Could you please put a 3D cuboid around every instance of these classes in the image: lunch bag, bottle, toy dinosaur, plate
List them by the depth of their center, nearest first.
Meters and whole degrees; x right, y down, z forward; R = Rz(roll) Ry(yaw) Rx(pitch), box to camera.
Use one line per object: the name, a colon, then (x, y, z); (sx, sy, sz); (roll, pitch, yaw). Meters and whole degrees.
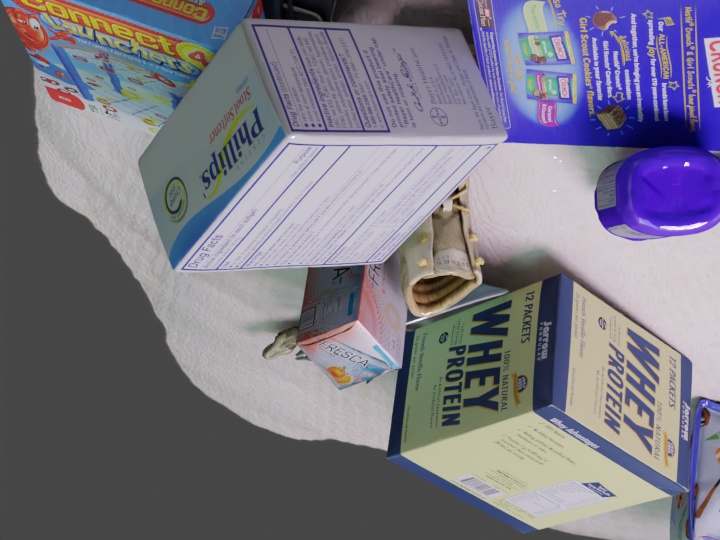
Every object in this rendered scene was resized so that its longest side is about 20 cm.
bottle: (0.224, -0.057, 1.279); (0.083, 0.065, 0.200); (-2, 180, -1)
plate: (0.034, 0.038, 1.490); (0.200, 0.200, 0.026); (-19, 88, 39)
lunch bag: (0.356, 0.256, 1.584); (0.124, 0.200, 0.170); (9, 141, 12)
toy dinosaur: (-0.009, 0.074, 1.610); (0.200, 0.088, 0.048); (3, 102, 16)

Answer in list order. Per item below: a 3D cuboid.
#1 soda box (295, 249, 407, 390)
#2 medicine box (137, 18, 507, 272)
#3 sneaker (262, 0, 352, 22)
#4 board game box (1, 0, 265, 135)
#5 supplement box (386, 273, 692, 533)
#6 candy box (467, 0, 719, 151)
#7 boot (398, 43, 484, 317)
soda box: (0.000, 0.000, 1.397); (0.064, 0.200, 0.068); (-21, 129, 27)
medicine box: (-0.030, -0.088, 1.215); (0.200, 0.103, 0.182); (-2, 151, -36)
sneaker: (-0.090, -0.230, 1.235); (0.146, 0.077, 0.202); (6, 153, 34)
board game box: (-0.164, -0.170, 1.273); (0.200, 0.056, 0.196); (20, 160, 13)
supplement box: (0.168, 0.129, 1.530); (0.200, 0.134, 0.200); (32, 142, -34)
candy box: (0.189, -0.170, 1.212); (0.200, 0.077, 0.169); (5, 141, 17)
boot: (0.067, -0.069, 1.315); (0.073, 0.156, 0.200); (3, 149, -17)
